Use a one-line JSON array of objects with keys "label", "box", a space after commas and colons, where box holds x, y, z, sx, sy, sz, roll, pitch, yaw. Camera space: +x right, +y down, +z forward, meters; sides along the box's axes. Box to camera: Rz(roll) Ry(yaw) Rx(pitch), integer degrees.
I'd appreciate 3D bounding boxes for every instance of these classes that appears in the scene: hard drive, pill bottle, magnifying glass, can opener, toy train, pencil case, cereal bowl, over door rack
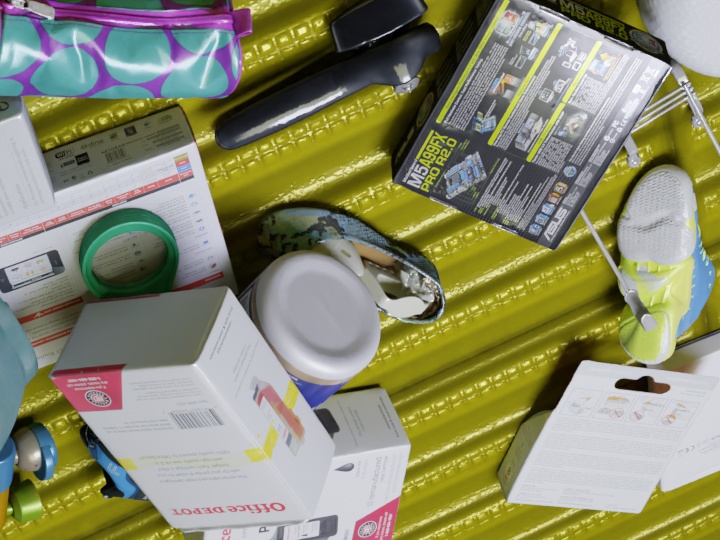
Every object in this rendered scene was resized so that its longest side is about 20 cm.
[{"label": "hard drive", "box": [0.365, 0.142, 2.010, 0.131, 0.025, 0.201, -21, 137, -6]}, {"label": "pill bottle", "box": [-0.078, 0.077, 1.632, 0.115, 0.117, 0.200, 7, 149, -31]}, {"label": "magnifying glass", "box": [-0.176, 0.028, 1.567, 0.079, 0.022, 0.201, -19, 135, -7]}, {"label": "can opener", "box": [-0.027, -0.149, 1.524, 0.199, 0.079, 0.063, -30, 176, 8]}, {"label": "toy train", "box": [-0.335, 0.221, 1.710, 0.115, 0.085, 0.201, -16, 138, -31]}, {"label": "pencil case", "box": [-0.186, -0.169, 1.396, 0.198, 0.086, 0.092, -2, 160, -26]}, {"label": "cereal bowl", "box": [0.333, -0.238, 1.588, 0.198, 0.084, 0.201, -15, 137, -14]}, {"label": "over door rack", "box": [0.259, -0.068, 1.696, 0.147, 0.067, 0.201, -32, 108, 5]}]

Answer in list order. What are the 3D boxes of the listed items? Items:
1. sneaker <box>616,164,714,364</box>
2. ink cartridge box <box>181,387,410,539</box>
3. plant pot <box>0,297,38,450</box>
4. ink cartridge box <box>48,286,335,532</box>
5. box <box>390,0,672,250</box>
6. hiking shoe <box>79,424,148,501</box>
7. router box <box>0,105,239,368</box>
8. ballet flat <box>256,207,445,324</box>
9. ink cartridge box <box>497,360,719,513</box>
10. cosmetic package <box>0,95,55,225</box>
[{"label": "sneaker", "box": [0.290, -0.016, 1.804, 0.105, 0.075, 0.201, -31, 135, -49]}, {"label": "ink cartridge box", "box": [-0.066, 0.200, 1.810, 0.198, 0.084, 0.146, -8, 134, -19]}, {"label": "plant pot", "box": [-0.338, 0.073, 1.497, 0.134, 0.200, 0.201, -40, 143, -24]}, {"label": "ink cartridge box", "box": [-0.130, 0.114, 1.538, 0.144, 0.084, 0.201, -7, 134, 29]}, {"label": "box", "box": [0.138, -0.130, 1.584, 0.159, 0.044, 0.201, 21, 121, -14]}, {"label": "hiking shoe", "box": [-0.208, 0.133, 1.685, 0.086, 0.075, 0.201, -6, 126, 5]}, {"label": "router box", "box": [-0.213, -0.021, 1.551, 0.199, 0.049, 0.180, -20, 137, -8]}, {"label": "ballet flat", "box": [0.000, 0.000, 1.663, 0.199, 0.074, 0.074, 17, 122, -37]}, {"label": "ink cartridge box", "box": [0.248, 0.159, 1.940, 0.161, 0.057, 0.201, 7, 124, -21]}, {"label": "cosmetic package", "box": [-0.336, -0.070, 1.428, 0.198, 0.074, 0.102, -18, 136, -7]}]
